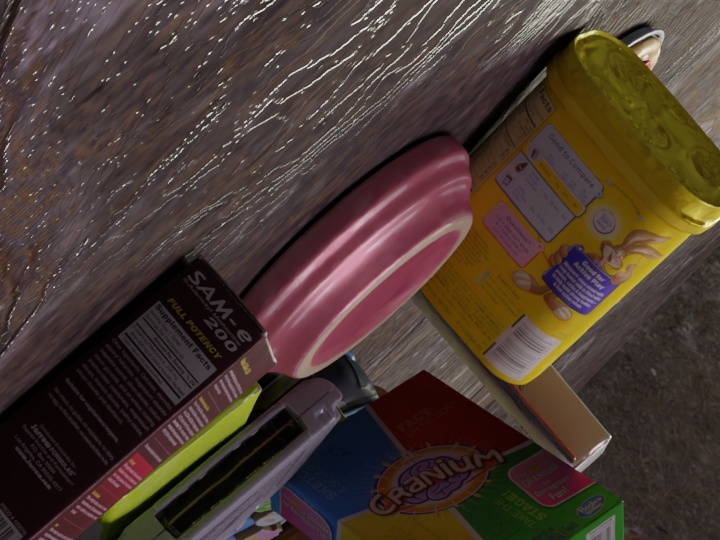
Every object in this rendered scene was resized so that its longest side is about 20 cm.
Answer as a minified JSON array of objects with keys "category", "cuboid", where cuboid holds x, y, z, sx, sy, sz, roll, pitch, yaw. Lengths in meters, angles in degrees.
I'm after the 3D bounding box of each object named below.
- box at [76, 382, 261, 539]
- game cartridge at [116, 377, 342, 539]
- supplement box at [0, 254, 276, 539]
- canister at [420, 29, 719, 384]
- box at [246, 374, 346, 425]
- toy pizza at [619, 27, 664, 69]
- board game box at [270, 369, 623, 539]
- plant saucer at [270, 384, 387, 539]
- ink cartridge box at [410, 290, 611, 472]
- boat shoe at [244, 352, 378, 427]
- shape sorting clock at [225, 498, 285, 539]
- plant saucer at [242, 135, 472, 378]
[{"category":"box","cuboid":[-0.132,0.122,1.528,0.122,0.048,0.200,-38,171,-20]},{"category":"game cartridge","cuboid":[-0.101,0.156,1.554,0.200,0.041,0.133,-39,167,-35]},{"category":"supplement box","cuboid":[-0.139,0.086,1.293,0.200,0.061,0.109,-40,171,-7]},{"category":"canister","cuboid":[0.131,-0.038,1.593,0.200,0.149,0.086,-45,170,31]},{"category":"box","cuboid":[-0.005,0.167,1.755,0.050,0.201,0.075,-38,-175,-20]},{"category":"toy pizza","cuboid":[0.152,-0.099,1.753,0.200,0.032,0.200,-41,170,-8]},{"category":"board game box","cuboid":[0.057,0.160,1.645,0.153,0.200,0.041,-31,134,-31]},{"category":"plant saucer","cuboid":[-0.048,0.166,1.882,0.200,0.032,0.201,-35,-155,19]},{"category":"ink cartridge box","cuboid":[0.100,0.056,1.712,0.043,0.200,0.174,-39,171,-5]},{"category":"boat shoe","cuboid":[-0.070,0.142,1.812,0.200,0.069,0.084,-42,171,-2]},{"category":"shape sorting clock","cuboid":[-0.131,0.195,1.722,0.199,0.039,0.200,-23,165,-7]},{"category":"plant saucer","cuboid":[0.000,0.000,1.515,0.200,0.051,0.201,-42,170,-9]}]
